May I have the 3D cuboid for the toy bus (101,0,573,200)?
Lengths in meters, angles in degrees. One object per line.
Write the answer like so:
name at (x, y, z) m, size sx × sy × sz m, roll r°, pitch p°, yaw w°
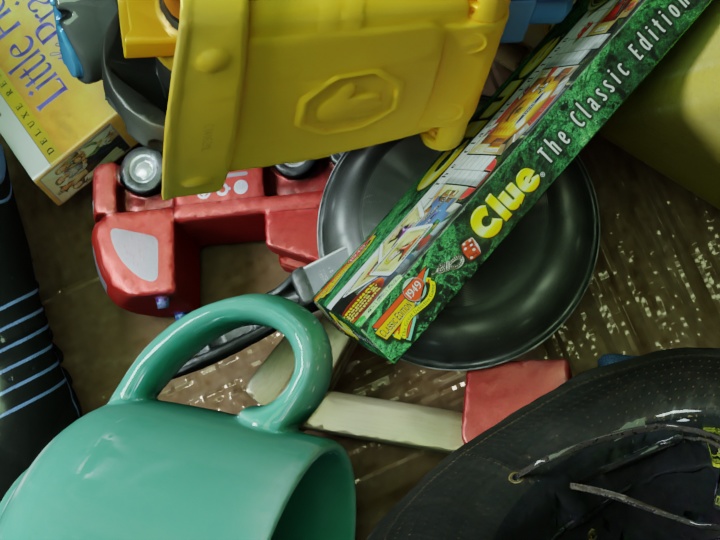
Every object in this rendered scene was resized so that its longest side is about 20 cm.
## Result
toy bus at (-0.004, -0.142, 0.684) m, size 0.190 × 0.136 × 0.202 m, roll -7°, pitch 63°, yaw -11°

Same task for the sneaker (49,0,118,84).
sneaker at (-0.101, -0.170, 0.802) m, size 0.081 × 0.073 × 0.202 m, roll -11°, pitch 66°, yaw -7°

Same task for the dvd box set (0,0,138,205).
dvd box set at (-0.096, -0.143, 0.836) m, size 0.199 × 0.029 × 0.147 m, roll -38°, pitch 61°, yaw 0°

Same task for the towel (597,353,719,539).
towel at (0.180, 0.095, 0.730) m, size 0.198 × 0.049 × 0.113 m, roll 6°, pitch 76°, yaw 12°

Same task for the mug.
mug at (-0.074, 0.114, 0.722) m, size 0.113 × 0.153 × 0.186 m, roll 12°, pitch 56°, yaw 15°

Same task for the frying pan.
frying pan at (0.001, -0.017, 0.751) m, size 0.188 × 0.031 × 0.116 m, roll -2°, pitch 75°, yaw 5°

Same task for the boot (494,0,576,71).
boot at (0.121, -0.146, 0.789) m, size 0.198 × 0.073 × 0.157 m, roll 20°, pitch 80°, yaw 16°

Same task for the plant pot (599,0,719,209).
plant pot at (0.221, -0.087, 0.663) m, size 0.199 × 0.176 × 0.201 m, roll 32°, pitch 93°, yaw 1°

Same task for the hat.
hat at (0.101, 0.110, 0.656) m, size 0.198 × 0.201 × 0.082 m, roll -12°, pitch 116°, yaw 7°

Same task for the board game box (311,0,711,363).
board game box at (0.062, -0.053, 0.681) m, size 0.023 × 0.105 × 0.200 m, roll 42°, pitch 85°, yaw -8°

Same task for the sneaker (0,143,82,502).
sneaker at (-0.157, 0.039, 0.790) m, size 0.070 × 0.077 × 0.202 m, roll -14°, pitch 69°, yaw 45°

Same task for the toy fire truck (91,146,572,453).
toy fire truck at (-0.014, 0.015, 0.784) m, size 0.198 × 0.049 × 0.143 m, roll -6°, pitch 75°, yaw 8°
